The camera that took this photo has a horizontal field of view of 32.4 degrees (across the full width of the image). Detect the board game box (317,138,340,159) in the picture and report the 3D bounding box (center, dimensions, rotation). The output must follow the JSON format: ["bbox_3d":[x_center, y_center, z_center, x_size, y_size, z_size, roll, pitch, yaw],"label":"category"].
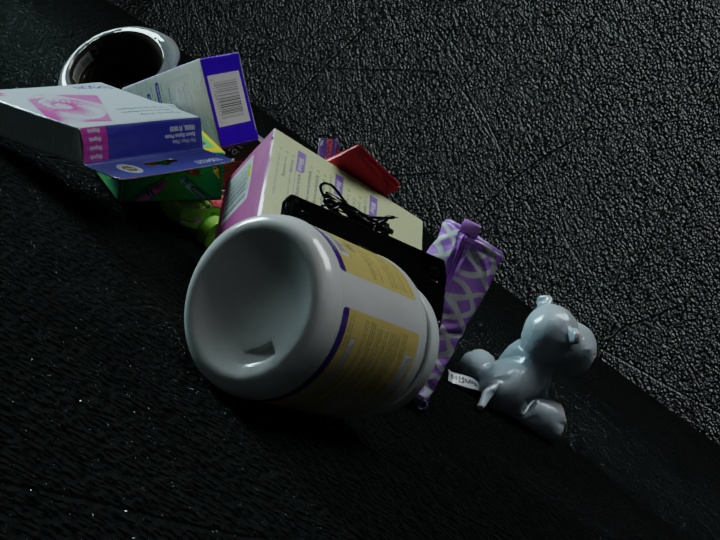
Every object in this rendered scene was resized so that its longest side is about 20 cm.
[{"bbox_3d":[-0.035,-0.077,1.672,0.032,0.121,0.200,-2,-24,7],"label":"board game box"}]

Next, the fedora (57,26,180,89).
[{"bbox_3d":[-0.326,-0.254,1.734,0.200,0.177,0.091,36,-22,40],"label":"fedora"}]

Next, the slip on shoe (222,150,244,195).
[{"bbox_3d":[-0.179,-0.117,1.524,0.198,0.062,0.074,0,6,-15],"label":"slip on shoe"}]

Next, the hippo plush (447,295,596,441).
[{"bbox_3d":[0.221,0.110,1.652,0.199,0.161,0.159,28,10,-39],"label":"hippo plush"}]

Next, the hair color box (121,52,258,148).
[{"bbox_3d":[-0.215,-0.196,1.549,0.065,0.110,0.199,-17,7,-40],"label":"hair color box"}]

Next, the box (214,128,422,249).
[{"bbox_3d":[-0.042,-0.012,1.259,0.199,0.097,0.177,30,39,-23],"label":"box"}]

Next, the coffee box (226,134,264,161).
[{"bbox_3d":[-0.152,-0.126,1.722,0.199,0.113,0.080,35,7,5],"label":"coffee box"}]

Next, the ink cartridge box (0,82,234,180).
[{"bbox_3d":[-0.259,-0.148,1.277,0.199,0.044,0.196,19,18,25],"label":"ink cartridge box"}]

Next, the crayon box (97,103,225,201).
[{"bbox_3d":[-0.242,-0.138,1.416,0.118,0.059,0.200,-2,24,-26],"label":"crayon box"}]

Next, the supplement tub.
[{"bbox_3d":[-0.033,0.045,1.023,0.145,0.146,0.200,39,8,33],"label":"supplement tub"}]

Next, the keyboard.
[{"bbox_3d":[0.000,-0.013,1.204,0.199,0.105,0.039,23,-24,-32],"label":"keyboard"}]

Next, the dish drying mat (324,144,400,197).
[{"bbox_3d":[-0.057,-0.076,1.347,0.077,0.199,0.018,41,43,-34],"label":"dish drying mat"}]

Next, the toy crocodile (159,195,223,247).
[{"bbox_3d":[-0.164,-0.061,1.455,0.067,0.062,0.200,38,9,29],"label":"toy crocodile"}]

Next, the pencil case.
[{"bbox_3d":[0.078,0.044,1.341,0.084,0.201,0.085,26,-3,24],"label":"pencil case"}]
